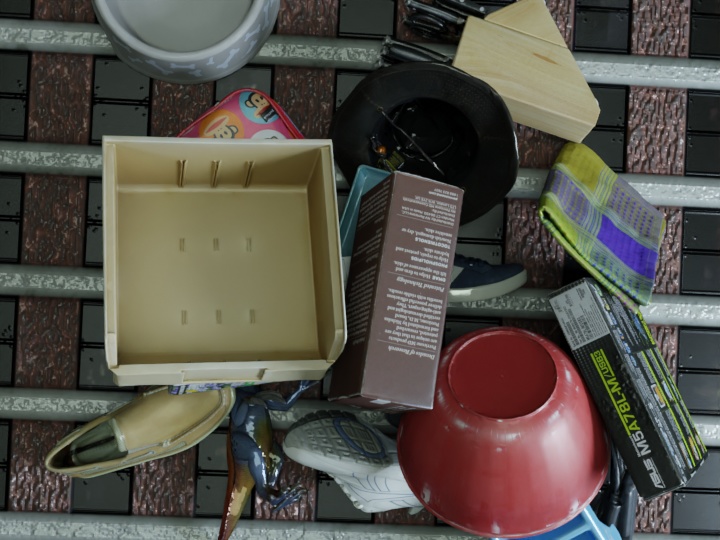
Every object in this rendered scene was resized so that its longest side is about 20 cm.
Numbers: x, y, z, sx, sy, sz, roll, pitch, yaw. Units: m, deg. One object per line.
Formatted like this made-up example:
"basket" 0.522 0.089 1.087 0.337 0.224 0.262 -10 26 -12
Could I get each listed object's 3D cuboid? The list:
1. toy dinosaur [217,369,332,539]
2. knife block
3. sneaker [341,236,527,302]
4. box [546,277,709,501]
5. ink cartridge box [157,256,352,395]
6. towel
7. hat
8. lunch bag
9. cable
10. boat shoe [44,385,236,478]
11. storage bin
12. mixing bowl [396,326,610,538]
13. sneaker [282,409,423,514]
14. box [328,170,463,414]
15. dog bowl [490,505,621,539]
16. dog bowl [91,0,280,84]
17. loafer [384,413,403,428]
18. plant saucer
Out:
"toy dinosaur" -0.118 0.148 1.057 0.200 0.105 0.182 -34 72 7
"knife block" 0.120 -0.195 1.077 0.175 0.064 0.201 -26 83 -5
"sneaker" 0.067 -0.010 1.072 0.199 0.075 0.085 -4 93 -3
"box" 0.257 0.103 1.007 0.047 0.193 0.201 -27 79 19
"ink cartridge box" -0.086 0.049 1.004 0.199 0.050 0.109 -5 73 -16
"towel" 0.238 -0.050 1.040 0.144 0.200 0.023 43 122 -2
"hat" 0.072 -0.135 1.056 0.200 0.201 0.081 33 44 -2
"lunch bag" -0.129 -0.063 1.065 0.200 0.082 0.176 -38 95 -2
"cable" 0.199 0.201 1.074 0.163 0.051 0.201 2 109 8
"boat shoe" -0.213 0.154 1.026 0.200 0.076 0.072 -29 81 14
"storage bin" -0.124 -0.007 0.937 0.199 0.094 0.199 0 70 -13
"mixing bowl" 0.126 0.124 0.958 0.199 0.109 0.201 -4 48 5
"sneaker" 0.008 0.196 1.033 0.200 0.075 0.087 21 115 -29
"box" 0.031 0.023 0.954 0.075 0.100 0.201 14 77 -15
"dog bowl" 0.181 0.254 1.030 0.111 0.050 0.200 -30 102 9
"dog bowl" -0.180 -0.292 1.074 0.199 0.059 0.201 0 88 -4
"loafer" 0.121 0.122 1.088 0.199 0.063 0.072 -5 131 -2
"plant saucer" 0.000 0.000 1.038 0.070 0.019 0.201 17 85 16
